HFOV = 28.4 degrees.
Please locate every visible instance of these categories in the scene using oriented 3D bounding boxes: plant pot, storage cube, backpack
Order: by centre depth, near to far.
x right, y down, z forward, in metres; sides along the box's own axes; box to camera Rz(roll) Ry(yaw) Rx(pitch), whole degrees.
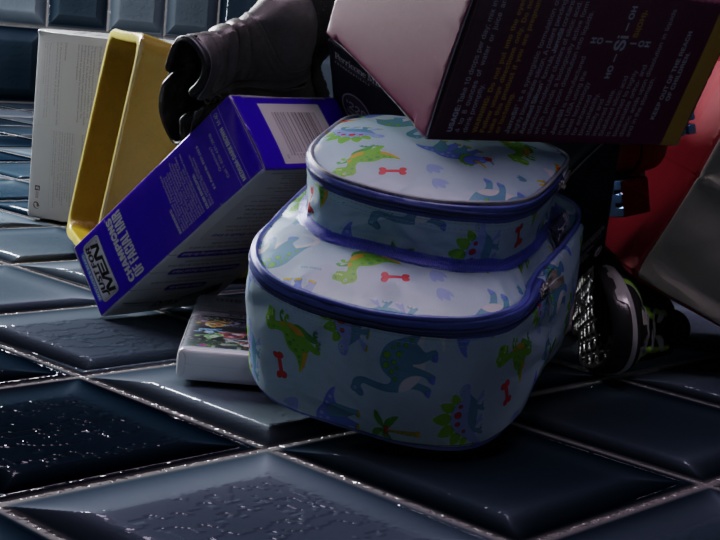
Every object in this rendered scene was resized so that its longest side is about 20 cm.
[{"bbox_3d":[0.028,-0.002,0.817,0.181,0.148,0.200,12,30,15],"label":"backpack"},{"bbox_3d":[0.297,-0.047,1.079,0.199,0.172,0.180,29,10,-9],"label":"storage cube"},{"bbox_3d":[-0.135,-0.092,1.260,0.198,0.196,0.195,12,7,-19],"label":"plant pot"}]

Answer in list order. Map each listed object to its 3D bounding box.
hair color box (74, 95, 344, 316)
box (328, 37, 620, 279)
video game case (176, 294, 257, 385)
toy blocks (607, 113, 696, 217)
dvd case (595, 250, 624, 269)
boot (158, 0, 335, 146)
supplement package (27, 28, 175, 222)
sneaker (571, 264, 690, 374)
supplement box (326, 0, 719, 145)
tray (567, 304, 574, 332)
[{"bbox_3d":[-0.102,-0.044,1.009,0.109,0.065,0.200,-6,-27,-50],"label":"hair color box"},{"bbox_3d":[0.076,-0.085,0.986,0.199,0.142,0.079,36,61,26],"label":"box"},{"bbox_3d":[-0.017,0.051,0.948,0.198,0.024,0.182,6,9,-4],"label":"video game case"},{"bbox_3d":[0.174,-0.117,1.003,0.099,0.202,0.136,-13,10,-32],"label":"toy blocks"},{"bbox_3d":[0.163,-0.031,1.240,0.198,0.025,0.151,6,-33,-17],"label":"dvd case"},{"bbox_3d":[-0.087,-0.123,1.012,0.131,0.201,0.070,-33,66,-24],"label":"boot"},{"bbox_3d":[-0.216,-0.142,1.467,0.198,0.193,0.147,9,11,18],"label":"supplement package"},{"bbox_3d":[0.203,0.031,1.038,0.082,0.072,0.200,9,10,4],"label":"sneaker"},{"bbox_3d":[0.102,-0.151,0.852,0.199,0.104,0.131,-3,37,-33],"label":"supplement box"},{"bbox_3d":[0.131,0.027,1.177,0.106,0.022,0.200,10,10,20],"label":"tray"}]
